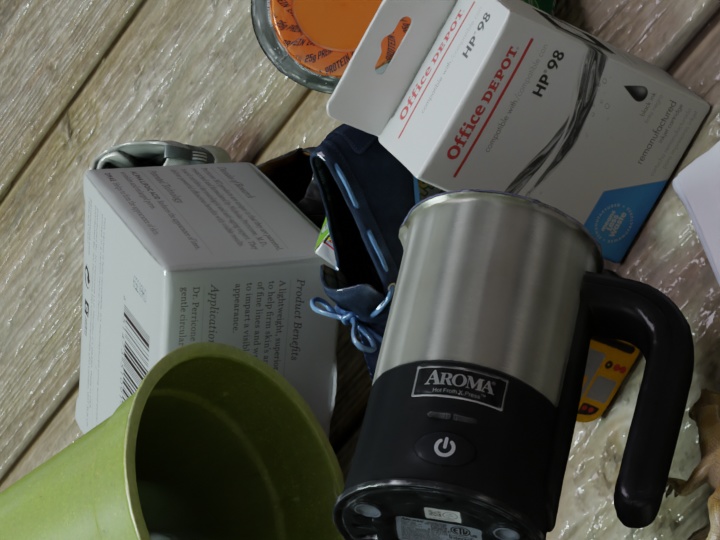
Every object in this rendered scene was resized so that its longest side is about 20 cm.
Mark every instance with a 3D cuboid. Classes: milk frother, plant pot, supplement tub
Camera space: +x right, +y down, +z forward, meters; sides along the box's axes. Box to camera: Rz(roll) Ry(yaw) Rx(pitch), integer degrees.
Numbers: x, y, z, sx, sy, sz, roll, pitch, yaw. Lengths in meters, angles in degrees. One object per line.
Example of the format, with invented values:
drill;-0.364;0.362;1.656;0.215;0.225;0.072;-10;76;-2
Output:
milk frother;0.080;0.093;1.397;0.200;0.180;0.188;116;170;-59
plant pot;-0.139;0.170;1.573;0.190;0.200;0.200;-25;50;36
supplement tub;-0.016;-0.185;1.739;0.200;0.122;0.123;-115;49;-83

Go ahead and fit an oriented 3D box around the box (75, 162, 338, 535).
box;-0.109;0.049;1.734;0.200;0.130;0.199;-136;46;-59

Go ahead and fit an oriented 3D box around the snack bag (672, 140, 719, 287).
snack bag;0.258;-0.054;1.335;0.200;0.021;0.189;-41;39;24

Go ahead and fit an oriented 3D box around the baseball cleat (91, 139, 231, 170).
baseball cleat;-0.185;-0.060;2.019;0.200;0.106;0.070;-37;47;46

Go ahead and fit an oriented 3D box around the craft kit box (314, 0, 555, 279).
craft kit box;0.055;-0.114;1.651;0.198;0.048;0.200;-47;13;30

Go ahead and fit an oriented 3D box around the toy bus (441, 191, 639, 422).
toy bus;0.101;0.009;1.543;0.078;0.065;0.200;-62;30;15

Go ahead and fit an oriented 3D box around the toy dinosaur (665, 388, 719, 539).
toy dinosaur;0.208;0.115;1.303;0.200;0.058;0.101;28;94;60

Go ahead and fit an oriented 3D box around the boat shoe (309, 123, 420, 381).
boat shoe;0.000;0.000;1.562;0.084;0.069;0.200;11;120;52

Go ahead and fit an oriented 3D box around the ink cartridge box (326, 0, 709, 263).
ink cartridge box;0.094;-0.095;1.483;0.116;0.200;0.067;-61;31;13

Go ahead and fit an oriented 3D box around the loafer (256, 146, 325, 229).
loafer;-0.046;-0.064;1.825;0.200;0.072;0.073;-4;69;59
